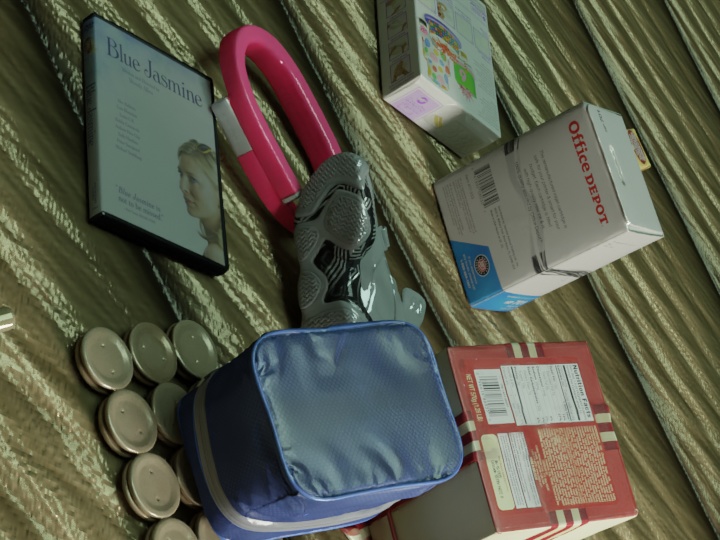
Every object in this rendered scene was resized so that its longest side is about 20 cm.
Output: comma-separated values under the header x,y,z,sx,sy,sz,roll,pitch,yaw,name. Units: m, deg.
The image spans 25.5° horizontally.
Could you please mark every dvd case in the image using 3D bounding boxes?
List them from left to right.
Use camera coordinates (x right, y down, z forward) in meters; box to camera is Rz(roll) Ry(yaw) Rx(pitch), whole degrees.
x,y,z,sx,sy,sz,roll,pitch,yaw,name
-0.169,-0.104,1.317,0.143,0.018,0.200,25,47,-44,dvd case

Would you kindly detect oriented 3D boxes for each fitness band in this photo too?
x,y,z,sx,sy,sz,roll,pitch,yaw,name
-0.071,-0.127,1.445,0.200,0.037,0.144,63,26,-10,fitness band

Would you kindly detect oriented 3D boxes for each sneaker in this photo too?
x,y,z,sx,sy,sz,roll,pitch,yaw,name
0.000,0.000,1.409,0.115,0.075,0.200,10,80,-58,sneaker

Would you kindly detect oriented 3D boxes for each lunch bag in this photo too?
x,y,z,sx,sy,sz,roll,pitch,yaw,name
-0.030,0.123,1.204,0.200,0.132,0.136,-1,67,-40,lunch bag

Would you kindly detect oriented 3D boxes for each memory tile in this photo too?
x,y,z,sx,sy,sz,roll,pitch,yaw,name
-0.134,0.133,1.193,0.153,0.017,0.200,-5,71,-57,memory tile

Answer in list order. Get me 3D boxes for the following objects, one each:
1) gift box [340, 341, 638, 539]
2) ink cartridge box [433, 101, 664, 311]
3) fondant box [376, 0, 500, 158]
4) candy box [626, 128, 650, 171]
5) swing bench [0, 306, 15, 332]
x,y,z,sx,sy,sz,roll,pitch,yaw,name
0.087,0.160,1.345,0.200,0.187,0.185,5,63,-33,gift box
0.191,-0.062,1.641,0.086,0.200,0.147,10,59,-53,ink cartridge box
0.084,-0.244,1.760,0.144,0.058,0.200,32,42,-40,fondant box
0.242,-0.113,1.837,0.200,0.115,0.055,-12,78,-58,candy box
-0.339,-0.022,0.905,0.200,0.130,0.199,-11,77,-52,swing bench
